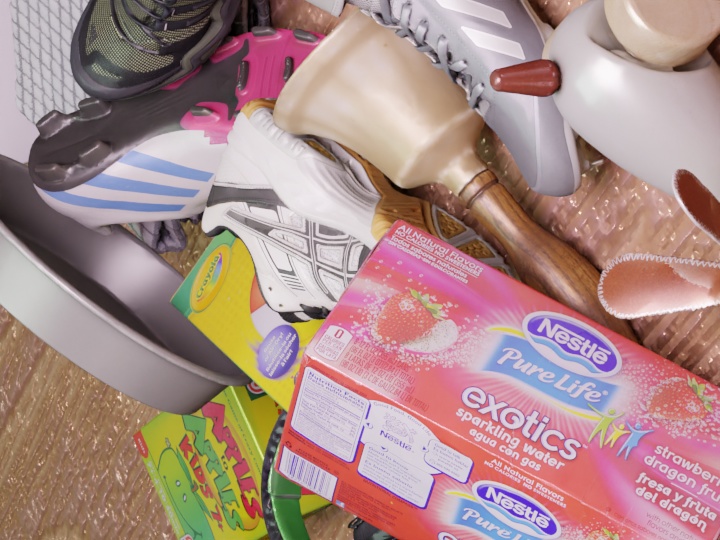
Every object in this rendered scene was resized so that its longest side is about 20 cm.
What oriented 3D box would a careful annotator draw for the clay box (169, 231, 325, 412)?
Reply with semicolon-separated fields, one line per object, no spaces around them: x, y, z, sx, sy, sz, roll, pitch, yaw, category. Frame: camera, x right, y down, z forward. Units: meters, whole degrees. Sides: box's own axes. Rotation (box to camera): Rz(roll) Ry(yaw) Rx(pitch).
-0.021;0.010;1.564;0.048;0.115;0.200;31;-175;-43;clay box

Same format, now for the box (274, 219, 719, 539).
0.073;0.078;1.340;0.200;0.095;0.100;28;143;10;box

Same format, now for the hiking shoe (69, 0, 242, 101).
-0.098;-0.160;1.510;0.200;0.101;0.076;-45;67;29;hiking shoe

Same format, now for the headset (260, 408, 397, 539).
0.024;0.112;1.545;0.200;0.094;0.124;0;84;36;headset

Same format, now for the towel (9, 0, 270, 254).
-0.123;-0.129;1.702;0.166;0.086;0.200;45;148;35;towel

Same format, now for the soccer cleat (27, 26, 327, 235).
-0.081;-0.072;1.599;0.086;0.200;0.070;46;-144;-48;soccer cleat

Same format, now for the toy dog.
0.124;-0.039;1.235;0.200;0.096;0.132;54;152;31;toy dog

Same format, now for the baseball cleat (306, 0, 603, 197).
0.030;-0.115;1.359;0.070;0.106;0.200;107;142;-74;baseball cleat

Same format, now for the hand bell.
0.062;-0.034;1.417;0.200;0.104;0.104;48;151;13;hand bell

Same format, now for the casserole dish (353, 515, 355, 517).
0.000;0.075;1.664;0.200;0.039;0.121;59;155;19;casserole dish

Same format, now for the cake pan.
-0.146;0.009;1.612;0.200;0.037;0.200;37;-171;-7;cake pan

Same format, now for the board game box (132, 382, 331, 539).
-0.075;0.118;1.845;0.102;0.048;0.200;66;156;6;board game box

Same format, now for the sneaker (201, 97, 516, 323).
0.000;0.000;1.469;0.200;0.076;0.088;43;114;34;sneaker

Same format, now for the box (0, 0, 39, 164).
-0.244;-0.158;1.902;0.200;0.106;0.152;18;125;61;box
